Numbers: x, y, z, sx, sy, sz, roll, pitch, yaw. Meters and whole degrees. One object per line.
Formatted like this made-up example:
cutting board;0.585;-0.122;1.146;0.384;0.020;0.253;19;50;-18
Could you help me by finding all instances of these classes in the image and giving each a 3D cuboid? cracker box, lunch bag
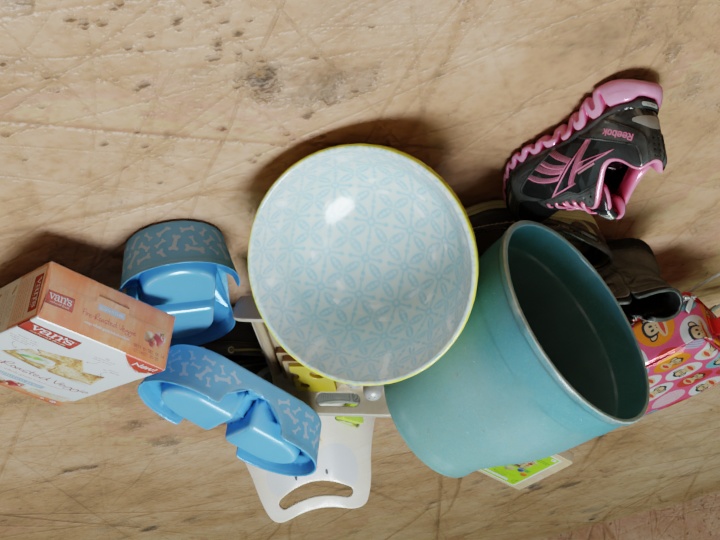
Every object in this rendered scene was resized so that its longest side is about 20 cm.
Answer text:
cracker box;-0.283;0.065;1.019;0.133;0.058;0.199;28;147;-35
lunch bag;0.360;0.098;1.273;0.175;0.083;0.200;-29;152;20

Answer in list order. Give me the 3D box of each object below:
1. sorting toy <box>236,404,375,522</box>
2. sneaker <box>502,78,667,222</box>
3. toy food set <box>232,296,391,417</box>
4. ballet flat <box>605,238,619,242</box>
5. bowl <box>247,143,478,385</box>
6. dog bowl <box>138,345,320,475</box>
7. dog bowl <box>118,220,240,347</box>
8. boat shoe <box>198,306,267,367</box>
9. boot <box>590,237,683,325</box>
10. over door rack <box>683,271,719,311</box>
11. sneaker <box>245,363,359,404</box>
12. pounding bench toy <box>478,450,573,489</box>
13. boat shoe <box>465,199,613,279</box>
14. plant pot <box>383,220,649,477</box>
sorting toy;-0.065;0.207;1.335;0.197;0.182;0.107;-11;174;-2
sneaker;0.194;-0.079;0.956;0.078;0.096;0.200;0;155;-28
toy food set;-0.036;0.092;1.085;0.142;0.061;0.201;0;146;8
ballet flat;0.219;0.005;1.224;0.198;0.067;0.057;-18;-162;14
bowl;0.011;-0.013;0.947;0.198;0.202;0.108;-19;-173;17
dog bowl;-0.126;0.140;1.107;0.199;0.050;0.111;31;149;-18
dog bowl;-0.175;0.016;1.046;0.110;0.050;0.200;-7;155;-12
boat shoe;-0.186;0.088;1.184;0.199;0.061;0.072;-13;157;2
boot;0.221;0.021;1.127;0.198;0.068;0.131;-11;-159;8
over door rack;0.379;0.047;1.359;0.198;0.067;0.148;-20;155;3
sneaker;-0.042;0.109;1.254;0.198;0.076;0.106;-5;-168;-22
pounding bench toy;0.170;0.158;1.416;0.198;0.157;0.124;26;145;-14
boat shoe;0.164;-0.025;1.073;0.198;0.065;0.074;-7;125;-28
plant pot;0.128;0.089;1.005;0.187;0.202;0.199;-36;147;32
